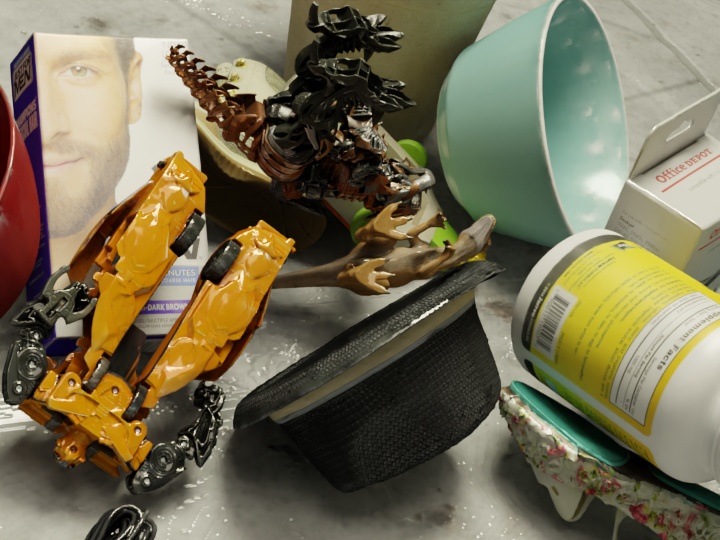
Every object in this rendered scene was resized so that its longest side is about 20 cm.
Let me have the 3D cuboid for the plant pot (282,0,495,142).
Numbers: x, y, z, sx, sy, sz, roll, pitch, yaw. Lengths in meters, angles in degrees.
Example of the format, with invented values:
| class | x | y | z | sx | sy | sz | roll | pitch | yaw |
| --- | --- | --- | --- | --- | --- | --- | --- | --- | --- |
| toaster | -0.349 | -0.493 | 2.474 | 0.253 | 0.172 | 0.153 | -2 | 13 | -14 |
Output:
| class | x | y | z | sx | sy | sz | roll | pitch | yaw |
| --- | --- | --- | --- | --- | --- | --- | --- | --- | --- |
| plant pot | 0.019 | -0.208 | 1.392 | 0.199 | 0.184 | 0.201 | 12 | 36 | -9 |

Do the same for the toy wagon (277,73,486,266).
| class | x | y | z | sx | sy | sz | roll | pitch | yaw |
| --- | --- | --- | --- | --- | --- | --- | --- | --- | --- |
| toy wagon | 0.013 | -0.063 | 1.288 | 0.200 | 0.040 | 0.155 | 46 | 25 | -9 |

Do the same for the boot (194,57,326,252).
| class | x | y | z | sx | sy | sz | roll | pitch | yaw |
| --- | --- | --- | --- | --- | --- | --- | --- | --- | --- |
| boot | -0.114 | -0.110 | 1.279 | 0.199 | 0.072 | 0.155 | 29 | 31 | -22 |

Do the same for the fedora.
| class | x | y | z | sx | sy | sz | roll | pitch | yaw |
| --- | --- | --- | --- | --- | --- | --- | --- | --- | --- |
| fedora | 0.022 | 0.075 | 1.086 | 0.200 | 0.200 | 0.092 | -32 | 91 | -47 |

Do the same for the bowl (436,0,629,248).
| class | x | y | z | sx | sy | sz | roll | pitch | yaw |
| --- | --- | --- | --- | --- | --- | --- | --- | --- | --- |
| bowl | 0.128 | -0.105 | 1.334 | 0.104 | 0.202 | 0.201 | -6 | 27 | 27 |

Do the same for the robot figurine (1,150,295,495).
| class | x | y | z | sx | sy | sz | roll | pitch | yaw |
| --- | --- | --- | --- | --- | --- | --- | --- | --- | --- |
| robot figurine | -0.129 | 0.036 | 1.051 | 0.145 | 0.058 | 0.201 | 38 | 66 | -15 |

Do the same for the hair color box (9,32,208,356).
| class | x | y | z | sx | sy | sz | roll | pitch | yaw |
| --- | --- | --- | --- | --- | --- | --- | --- | --- | --- |
| hair color box | -0.162 | -0.049 | 1.123 | 0.109 | 0.065 | 0.201 | -1 | 76 | -26 |

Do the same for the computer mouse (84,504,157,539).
| class | x | y | z | sx | sy | sz | roll | pitch | yaw |
| --- | --- | --- | --- | --- | --- | --- | --- | --- | --- |
| computer mouse | -0.085 | 0.201 | 0.938 | 0.199 | 0.046 | 0.140 | 30 | 36 | 13 |

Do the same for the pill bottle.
| class | x | y | z | sx | sy | sz | roll | pitch | yaw |
| --- | --- | --- | --- | --- | --- | --- | --- | --- | --- |
| pill bottle | 0.198 | 0.063 | 1.100 | 0.112 | 0.113 | 0.200 | -12 | 34 | -36 |

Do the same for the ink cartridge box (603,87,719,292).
| class | x | y | z | sx | sy | sz | roll | pitch | yaw |
| --- | --- | --- | --- | --- | --- | --- | --- | --- | --- |
| ink cartridge box | 0.221 | -0.019 | 1.231 | 0.067 | 0.201 | 0.116 | 37 | 40 | 22 |

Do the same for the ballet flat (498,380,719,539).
| class | x | y | z | sx | sy | sz | roll | pitch | yaw |
| --- | --- | --- | --- | --- | --- | --- | --- | --- | --- |
| ballet flat | 0.165 | 0.145 | 1.111 | 0.199 | 0.064 | 0.076 | 30 | 11 | 14 |

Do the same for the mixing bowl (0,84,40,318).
| class | x | y | z | sx | sy | sz | roll | pitch | yaw |
| --- | --- | --- | --- | --- | --- | --- | --- | --- | --- |
| mixing bowl | -0.272 | -0.022 | 1.053 | 0.199 | 0.109 | 0.201 | -12 | 55 | 17 |

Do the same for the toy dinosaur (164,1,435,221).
| class | x | y | z | sx | sy | sz | roll | pitch | yaw |
| --- | --- | --- | --- | --- | --- | --- | --- | --- | --- |
| toy dinosaur | -0.031 | -0.095 | 1.142 | 0.199 | 0.136 | 0.103 | 9 | 43 | -41 |

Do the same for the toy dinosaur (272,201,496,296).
| class | x | y | z | sx | sy | sz | roll | pitch | yaw |
| --- | --- | --- | --- | --- | --- | --- | --- | --- | --- |
| toy dinosaur | 0.000 | 0.000 | 1.176 | 0.198 | 0.106 | 0.061 | -8 | 77 | -5 |
